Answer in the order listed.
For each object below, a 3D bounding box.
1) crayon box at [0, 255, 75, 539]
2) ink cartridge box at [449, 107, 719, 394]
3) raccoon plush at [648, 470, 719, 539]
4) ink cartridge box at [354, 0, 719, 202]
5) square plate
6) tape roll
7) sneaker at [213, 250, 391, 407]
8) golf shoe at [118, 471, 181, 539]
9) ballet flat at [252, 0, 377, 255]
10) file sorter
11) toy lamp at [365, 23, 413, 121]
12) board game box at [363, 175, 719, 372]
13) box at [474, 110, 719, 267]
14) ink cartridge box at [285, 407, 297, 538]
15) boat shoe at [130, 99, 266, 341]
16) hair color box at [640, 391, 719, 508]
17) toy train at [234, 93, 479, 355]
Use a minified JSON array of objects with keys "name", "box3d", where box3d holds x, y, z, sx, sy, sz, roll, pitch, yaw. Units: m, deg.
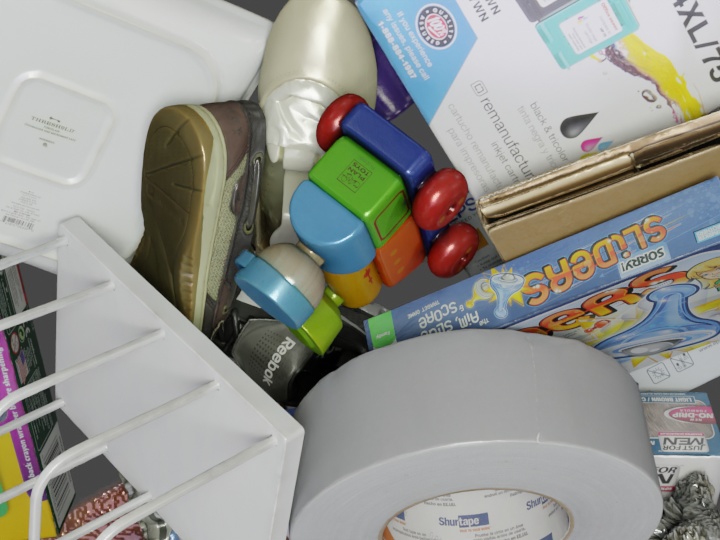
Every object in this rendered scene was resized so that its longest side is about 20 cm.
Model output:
[{"name":"crayon box","box3d":[-0.295,0.085,0.873,0.171,0.058,0.202,-6,113,5]},{"name":"ink cartridge box","box3d":[0.172,-0.014,0.824,0.198,0.041,0.201,-28,112,15]},{"name":"raccoon plush","box3d":[0.132,0.188,0.794,0.198,0.097,0.135,-1,119,1]},{"name":"ink cartridge box","box3d":[0.118,-0.151,0.711,0.199,0.146,0.147,-30,110,14]},{"name":"square plate","box3d":[-0.168,-0.081,0.730,0.199,0.029,0.199,19,116,-28]},{"name":"tape roll","box3d":[0.059,0.112,0.720,0.198,0.067,0.201,-3,144,-2]},{"name":"sneaker","box3d":[-0.059,0.037,0.827,0.198,0.091,0.067,20,112,-7]},{"name":"golf shoe","box3d":[-0.126,0.092,0.876,0.097,0.078,0.201,-23,116,-10]},{"name":"ballet flat","box3d":[-0.032,-0.063,0.761,0.069,0.070,0.201,8,137,-2]},{"name":"file sorter","box3d":[-0.146,0.096,0.700,0.200,0.124,0.140,39,135,31]},{"name":"toy lamp","box3d":[-0.036,-0.171,0.758,0.058,0.058,0.201,-33,106,15]},{"name":"board game box","box3d":[0.120,0.024,0.716,0.199,0.035,0.135,-23,152,22]},{"name":"box","box3d":[0.163,-0.018,0.720,0.162,0.021,0.200,-20,153,11]},{"name":"ink cartridge box","box3d":[-0.006,0.123,0.833,0.118,0.042,0.200,-13,152,7]},{"name":"boat shoe","box3d":[-0.089,-0.007,0.757,0.066,0.072,0.202,-18,136,-35]},{"name":"hair color box","box3d":[0.169,0.171,0.871,0.099,0.061,0.201,1,128,-1]},{"name":"toy train","box3d":[0.000,0.000,0.738,0.084,0.200,0.116,39,80,20]}]
